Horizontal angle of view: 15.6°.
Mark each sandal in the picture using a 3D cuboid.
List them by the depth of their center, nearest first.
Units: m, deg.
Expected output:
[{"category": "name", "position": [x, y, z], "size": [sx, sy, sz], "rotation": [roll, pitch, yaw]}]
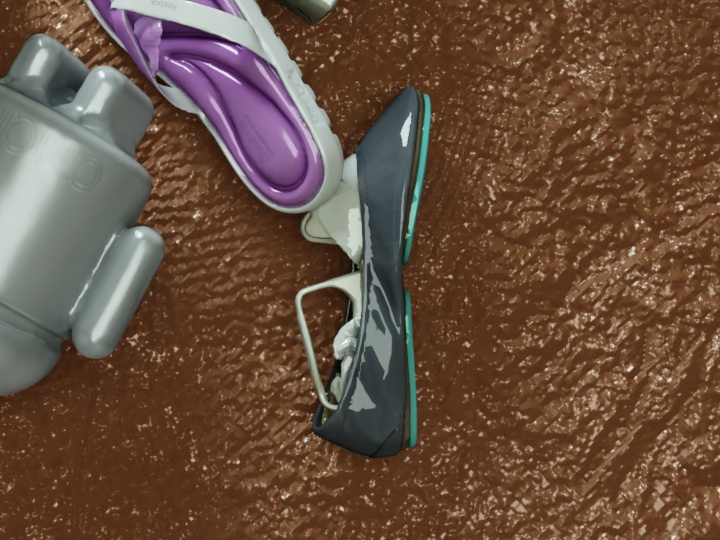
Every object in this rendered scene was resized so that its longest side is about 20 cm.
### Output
[{"category": "sandal", "position": [-0.086, -0.113, 1.371], "size": [0.203, 0.050, 0.082], "rotation": [46, 124, 6]}]

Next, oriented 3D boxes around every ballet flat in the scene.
[{"category": "ballet flat", "position": [0.000, 0.000, 1.401], "size": [0.073, 0.073, 0.200], "rotation": [3, 91, -8]}]

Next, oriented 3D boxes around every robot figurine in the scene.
[{"category": "robot figurine", "position": [-0.184, -0.019, 1.351], "size": [0.170, 0.113, 0.200], "rotation": [26, 85, 21]}]

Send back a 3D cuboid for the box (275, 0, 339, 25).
[{"category": "box", "position": [-0.082, -0.219, 1.392], "size": [0.200, 0.068, 0.082], "rotation": [35, 84, -6]}]
